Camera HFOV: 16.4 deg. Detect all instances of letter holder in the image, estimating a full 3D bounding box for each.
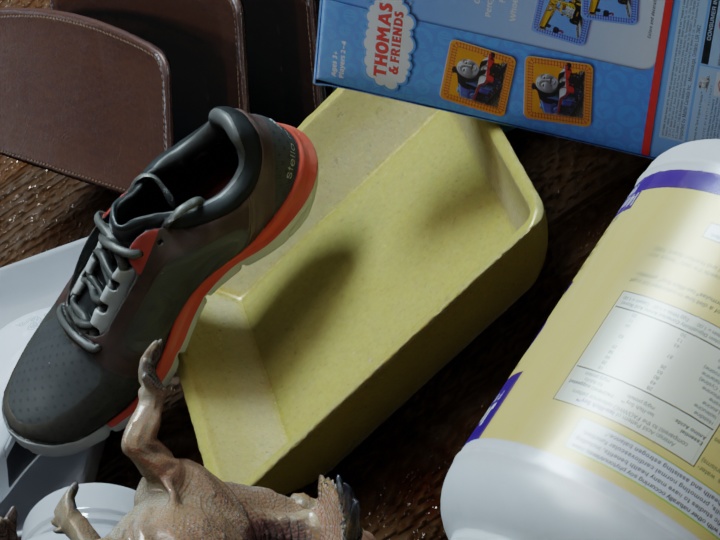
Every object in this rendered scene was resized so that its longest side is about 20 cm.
[{"bbox_3d":[-0.114,-0.124,1.318,0.100,0.143,0.200,-13,18,-33],"label":"letter holder"}]

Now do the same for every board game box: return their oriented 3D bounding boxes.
[{"bbox_3d":[0.082,-0.133,1.076,0.199,0.152,0.037,13,32,12],"label":"board game box"}]

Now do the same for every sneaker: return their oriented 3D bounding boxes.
[{"bbox_3d":[-0.110,-0.003,1.166,0.200,0.082,0.077,-50,57,3],"label":"sneaker"}]

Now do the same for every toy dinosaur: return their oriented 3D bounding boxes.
[{"bbox_3d":[-0.068,0.123,0.983,0.200,0.135,0.086,-50,-9,-42],"label":"toy dinosaur"}]

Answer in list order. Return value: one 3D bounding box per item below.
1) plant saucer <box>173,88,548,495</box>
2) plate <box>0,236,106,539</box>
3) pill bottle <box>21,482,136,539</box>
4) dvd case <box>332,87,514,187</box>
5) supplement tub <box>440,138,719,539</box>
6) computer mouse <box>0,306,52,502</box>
[{"bbox_3d":[0.000,0.000,1.165,0.200,0.048,0.200,-42,34,13],"label":"plant saucer"},{"bbox_3d":[-0.192,0.077,1.304,0.199,0.032,0.200,-18,43,32],"label":"plate"},{"bbox_3d":[-0.114,0.185,1.040,0.110,0.111,0.201,-27,38,21],"label":"pill bottle"},{"bbox_3d":[0.047,-0.131,1.297,0.145,0.022,0.201,-26,37,23],"label":"dvd case"},{"bbox_3d":[0.119,0.070,0.898,0.145,0.145,0.200,13,61,50],"label":"supplement tub"},{"bbox_3d":[-0.197,0.085,1.235,0.200,0.044,0.109,-51,35,-11],"label":"computer mouse"}]
